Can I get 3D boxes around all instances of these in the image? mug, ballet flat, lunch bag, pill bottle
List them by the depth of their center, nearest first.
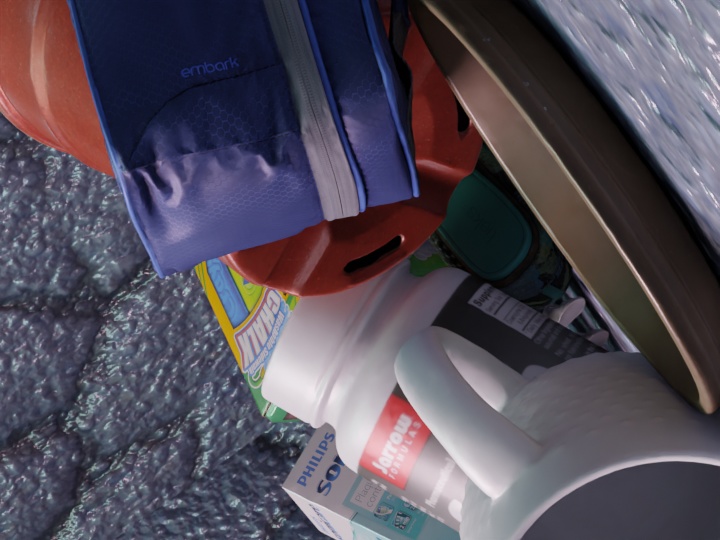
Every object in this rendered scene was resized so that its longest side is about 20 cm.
[{"bbox_3d":[-0.048,-0.112,1.002,0.136,0.132,0.200,80,174,-72],"label":"lunch bag"},{"bbox_3d":[0.095,0.094,1.043,0.200,0.148,0.175,39,-168,-14],"label":"mug"},{"bbox_3d":[0.059,0.070,1.216,0.200,0.114,0.114,29,175,8],"label":"pill bottle"},{"bbox_3d":[0.047,-0.049,1.311,0.200,0.074,0.074,58,-179,37],"label":"ballet flat"}]

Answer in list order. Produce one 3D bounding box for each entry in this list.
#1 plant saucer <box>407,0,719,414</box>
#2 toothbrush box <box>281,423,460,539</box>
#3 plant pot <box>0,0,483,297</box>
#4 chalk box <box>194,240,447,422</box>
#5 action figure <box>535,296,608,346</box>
[{"bbox_3d":[0.085,-0.033,0.959,0.200,0.029,0.200,55,180,0],"label":"plant saucer"},{"bbox_3d":[0.076,0.131,1.592,0.200,0.146,0.085,24,163,29],"label":"toothbrush box"},{"bbox_3d":[-0.054,-0.097,1.184,0.195,0.201,0.201,44,172,43],"label":"plant pot"},{"bbox_3d":[0.000,0.000,1.371,0.200,0.125,0.124,62,140,31],"label":"chalk box"},{"bbox_3d":[0.068,-0.022,1.470,0.200,0.055,0.118,49,178,36],"label":"action figure"}]
